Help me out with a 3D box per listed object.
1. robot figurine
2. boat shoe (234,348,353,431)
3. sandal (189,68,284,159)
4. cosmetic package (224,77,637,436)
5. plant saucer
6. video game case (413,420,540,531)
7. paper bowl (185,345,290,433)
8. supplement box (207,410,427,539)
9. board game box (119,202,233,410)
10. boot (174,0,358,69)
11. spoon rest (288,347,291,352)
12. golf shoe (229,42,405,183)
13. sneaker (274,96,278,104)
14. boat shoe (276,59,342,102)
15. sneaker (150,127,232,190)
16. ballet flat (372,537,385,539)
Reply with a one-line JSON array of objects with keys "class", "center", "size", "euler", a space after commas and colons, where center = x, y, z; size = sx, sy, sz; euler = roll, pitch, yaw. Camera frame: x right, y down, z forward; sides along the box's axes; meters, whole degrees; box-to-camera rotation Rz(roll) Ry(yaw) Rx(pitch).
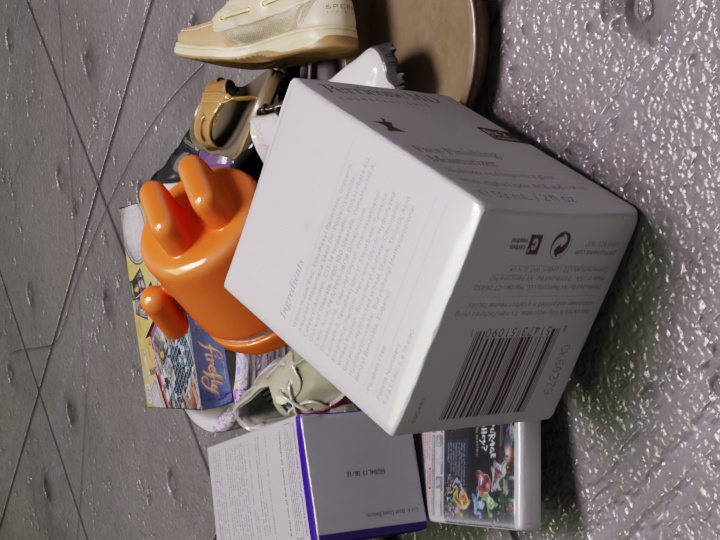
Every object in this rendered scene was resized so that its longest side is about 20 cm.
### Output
[{"class": "robot figurine", "center": [-0.107, -0.006, 1.148], "size": [0.116, 0.144, 0.200], "euler": [10, 151, 38]}, {"class": "boat shoe", "center": [-0.043, 0.098, 1.138], "size": [0.072, 0.062, 0.200], "euler": [46, 149, -5]}, {"class": "sandal", "center": [-0.125, -0.144, 1.238], "size": [0.200, 0.054, 0.081], "euler": [6, 74, 65]}, {"class": "cosmetic package", "center": [0.043, -0.013, 0.936], "size": [0.200, 0.164, 0.166], "euler": [38, 116, 39]}, {"class": "plant saucer", "center": [0.043, -0.187, 1.084], "size": [0.200, 0.029, 0.201], "euler": [22, 115, 58]}, {"class": "video game case", "center": [0.080, 0.094, 1.060], "size": [0.182, 0.023, 0.201], "euler": [-12, 75, 61]}, {"class": "paper bowl", "center": [-0.116, 0.052, 1.345], "size": [0.200, 0.104, 0.202], "euler": [20, 114, 57]}, {"class": "supplement box", "center": [-0.042, 0.179, 1.138], "size": [0.200, 0.101, 0.104], "euler": [-29, 66, 58]}, {"class": "board game box", "center": [-0.178, 0.031, 1.310], "size": [0.135, 0.034, 0.201], "euler": [-6, 92, 60]}, {"class": "boot", "center": [-0.081, -0.252, 1.161], "size": [0.199, 0.073, 0.156], "euler": [2, 93, 45]}, {"class": "spoon rest", "center": [0.018, 0.127, 1.193], "size": [0.200, 0.060, 0.100], "euler": [53, 143, 19]}, {"class": "golf shoe", "center": [-0.036, -0.113, 1.115], "size": [0.200, 0.094, 0.078], "euler": [-45, 56, 49]}, {"class": "sneaker", "center": [-0.088, -0.084, 1.267], "size": [0.078, 0.099, 0.201], "euler": [-49, 55, 53]}, {"class": "boat shoe", "center": [-0.054, -0.224, 1.216], "size": [0.067, 0.057, 0.201], "euler": [-15, 84, 60]}, {"class": "sneaker", "center": [-0.157, -0.119, 1.428], "size": [0.200, 0.075, 0.088], "euler": [-5, 78, 57]}, {"class": "ballet flat", "center": [0.000, 0.268, 1.232], "size": [0.200, 0.067, 0.068], "euler": [50, 139, 44]}]
